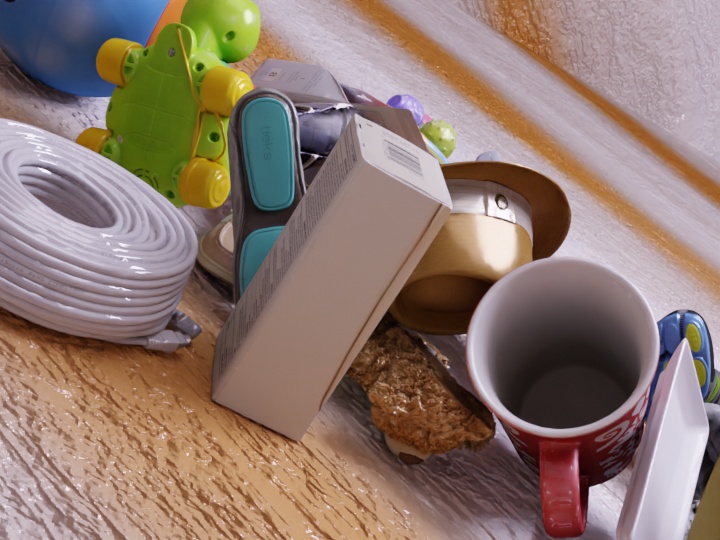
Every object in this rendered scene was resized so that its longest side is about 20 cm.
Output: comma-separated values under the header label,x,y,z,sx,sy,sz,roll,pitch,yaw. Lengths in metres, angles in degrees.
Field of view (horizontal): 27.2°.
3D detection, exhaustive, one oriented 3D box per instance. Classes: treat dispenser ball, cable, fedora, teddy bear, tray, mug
label,x,y,z,sx,sy,sz,roll,pitch,yaw
treat dispenser ball,-0.238,-0.256,1.333,0.201,0.201,0.201,29,18,-11
cable,-0.208,-0.030,1.012,0.200,0.069,0.200,44,21,30
fedora,0.071,-0.005,1.129,0.200,0.201,0.082,17,51,-39
teddy bear,0.034,0.090,1.135,0.145,0.067,0.200,36,9,-36
tray,0.225,0.156,1.113,0.022,0.107,0.200,1,43,26
mug,0.146,0.105,1.118,0.133,0.178,0.200,27,-14,20

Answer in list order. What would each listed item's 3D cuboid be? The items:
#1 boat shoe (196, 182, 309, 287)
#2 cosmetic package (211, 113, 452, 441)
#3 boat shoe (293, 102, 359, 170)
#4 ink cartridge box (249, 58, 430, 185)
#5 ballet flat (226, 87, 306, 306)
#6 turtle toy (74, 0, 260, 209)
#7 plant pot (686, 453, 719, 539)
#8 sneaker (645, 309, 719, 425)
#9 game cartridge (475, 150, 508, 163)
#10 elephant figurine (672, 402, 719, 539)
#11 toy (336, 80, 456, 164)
label,x,y,z,sx,sy,sz,roll,pitch,yaw
boat shoe,-0.081,-0.034,1.240,0.072,0.065,0.200,33,18,2
cosmetic package,-0.023,0.004,1.024,0.073,0.200,0.104,27,20,-14
boat shoe,-0.094,-0.115,1.315,0.093,0.075,0.200,-5,-3,-42
ink cartridge box,0.004,-0.114,1.372,0.200,0.047,0.160,13,-36,38
ballet flat,-0.067,-0.038,1.137,0.067,0.200,0.064,-3,-1,-9
turtle toy,-0.139,-0.140,1.220,0.146,0.200,0.101,19,7,26
plant pot,0.335,0.235,1.059,0.200,0.177,0.200,28,20,-16
sneaker,0.287,0.104,1.328,0.071,0.200,0.083,9,49,26
game cartridge,0.128,0.013,1.310,0.041,0.133,0.200,-10,59,-5
elephant figurine,0.313,0.209,1.214,0.200,0.155,0.142,-74,147,-56
toy,0.061,-0.120,1.399,0.115,0.047,0.200,31,-13,46
